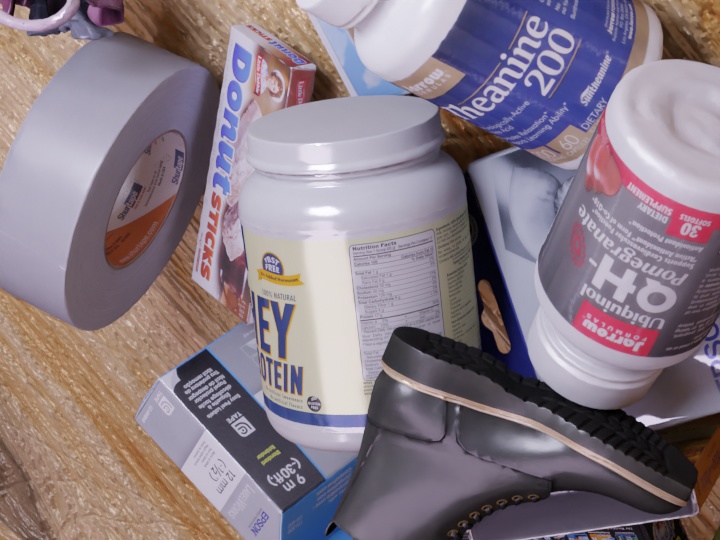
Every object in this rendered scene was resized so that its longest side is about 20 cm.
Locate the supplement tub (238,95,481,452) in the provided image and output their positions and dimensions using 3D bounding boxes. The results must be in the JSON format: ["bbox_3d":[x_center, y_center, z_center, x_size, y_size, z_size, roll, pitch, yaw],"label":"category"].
[{"bbox_3d":[0.000,0.000,1.386,0.145,0.145,0.200,4,110,33],"label":"supplement tub"}]

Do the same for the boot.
[{"bbox_3d":[0.088,0.134,1.314,0.200,0.077,0.139,25,104,12],"label":"boot"}]

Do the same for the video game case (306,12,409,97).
[{"bbox_3d":[0.024,-0.206,1.379,0.182,0.022,0.200,-9,120,40],"label":"video game case"}]

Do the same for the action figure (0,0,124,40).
[{"bbox_3d":[-0.202,-0.251,1.408,0.134,0.149,0.201,5,96,21],"label":"action figure"}]

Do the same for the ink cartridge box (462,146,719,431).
[{"bbox_3d":[0.141,0.011,1.381,0.200,0.041,0.200,-20,88,29],"label":"ink cartridge box"}]

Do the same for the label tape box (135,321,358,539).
[{"bbox_3d":[-0.044,0.132,1.601,0.200,0.143,0.066,45,138,13],"label":"label tape box"}]

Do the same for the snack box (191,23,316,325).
[{"bbox_3d":[-0.075,-0.065,1.514,0.072,0.024,0.200,38,128,40],"label":"snack box"}]

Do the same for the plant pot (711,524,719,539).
[{"bbox_3d":[0.290,0.257,1.491,0.187,0.187,0.200,12,116,27],"label":"plant pot"}]

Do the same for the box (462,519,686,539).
[{"bbox_3d":[0.160,0.234,1.645,0.200,0.044,0.160,-3,123,37],"label":"box"}]

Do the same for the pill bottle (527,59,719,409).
[{"bbox_3d":[0.164,-0.014,1.255,0.111,0.111,0.200,30,135,10],"label":"pill bottle"}]

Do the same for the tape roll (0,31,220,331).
[{"bbox_3d":[-0.175,-0.061,1.512,0.066,0.200,0.201,26,136,16],"label":"tape roll"}]

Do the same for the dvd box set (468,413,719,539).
[{"bbox_3d":[0.161,0.131,1.421,0.146,0.200,0.029,-10,95,19],"label":"dvd box set"}]

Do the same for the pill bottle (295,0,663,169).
[{"bbox_3d":[0.067,-0.146,1.269,0.200,0.111,0.111,25,143,-23],"label":"pill bottle"}]
